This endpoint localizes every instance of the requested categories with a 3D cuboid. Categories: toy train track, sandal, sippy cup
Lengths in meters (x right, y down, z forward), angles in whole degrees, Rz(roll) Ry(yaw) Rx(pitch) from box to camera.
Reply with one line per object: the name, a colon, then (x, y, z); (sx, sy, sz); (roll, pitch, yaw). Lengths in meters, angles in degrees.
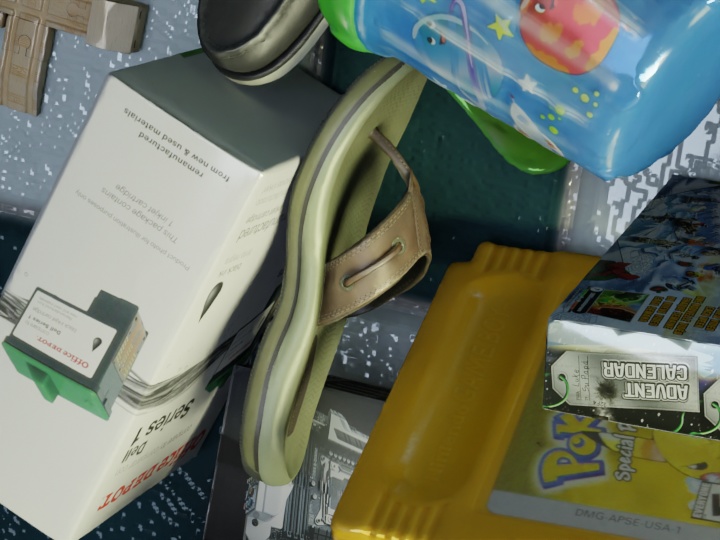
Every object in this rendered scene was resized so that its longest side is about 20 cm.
toy train track: (-0.198, -0.141, 1.027); (0.200, 0.033, 0.115); (18, 108, 17)
sandal: (0.000, 0.001, 0.923); (0.057, 0.080, 0.202); (19, 103, 16)
sippy cup: (0.075, -0.107, 0.790); (0.130, 0.178, 0.140); (41, 99, 19)

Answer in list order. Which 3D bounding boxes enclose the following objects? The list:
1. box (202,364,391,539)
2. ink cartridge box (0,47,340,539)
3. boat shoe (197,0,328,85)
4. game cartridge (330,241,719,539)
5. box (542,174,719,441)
box: (0.023, 0.138, 0.964); (0.200, 0.050, 0.158); (13, 94, 28)
ink cartridge box: (-0.091, 0.006, 0.958); (0.084, 0.146, 0.200); (33, 112, 11)
boat shoe: (-0.026, -0.178, 0.904); (0.074, 0.063, 0.202); (23, 92, 28)
game cartridge: (0.109, 0.065, 0.885); (0.199, 0.177, 0.032); (10, 136, 18)
box: (0.163, 0.015, 0.833); (0.137, 0.200, 0.040); (9, 111, 20)
